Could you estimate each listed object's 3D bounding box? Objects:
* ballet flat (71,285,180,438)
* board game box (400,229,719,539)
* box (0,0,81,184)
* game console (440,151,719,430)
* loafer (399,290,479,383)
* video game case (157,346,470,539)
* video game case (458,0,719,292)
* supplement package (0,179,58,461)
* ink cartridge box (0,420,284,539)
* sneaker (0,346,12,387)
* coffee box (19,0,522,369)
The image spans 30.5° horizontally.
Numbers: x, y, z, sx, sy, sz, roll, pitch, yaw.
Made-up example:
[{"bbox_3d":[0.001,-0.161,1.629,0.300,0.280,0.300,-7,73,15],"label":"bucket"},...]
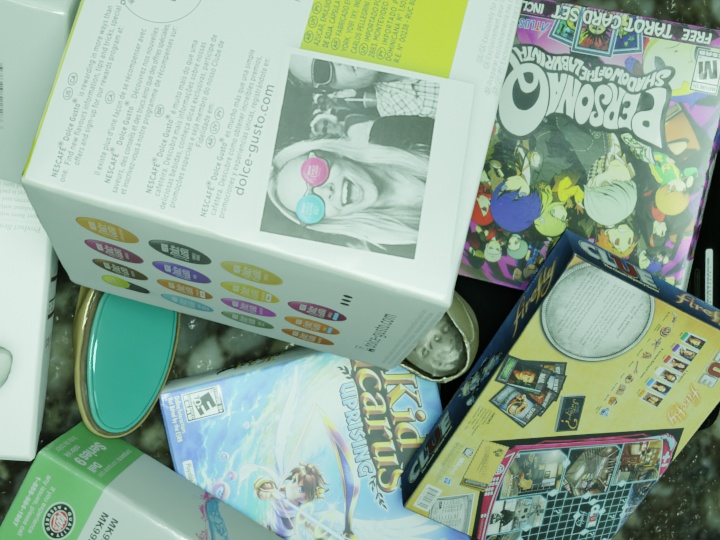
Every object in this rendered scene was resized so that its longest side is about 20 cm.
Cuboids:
[{"bbox_3d":[-0.146,0.002,0.830,0.068,0.063,0.203,13,86,-35],"label":"ballet flat"},{"bbox_3d":[0.130,0.090,0.814,0.134,0.035,0.201,26,114,-14],"label":"board game box"},{"bbox_3d":[-0.175,-0.164,0.707,0.096,0.125,0.202,15,48,-3],"label":"box"},{"bbox_3d":[0.155,0.010,0.909,0.174,0.116,0.203,-3,94,-41],"label":"game console"},{"bbox_3d":[0.000,0.000,0.799,0.199,0.067,0.076,34,93,-17],"label":"loafer"},{"bbox_3d":[-0.025,0.152,0.867,0.179,0.045,0.203,-14,95,-11],"label":"video game case"},{"bbox_3d":[0.124,-0.076,0.838,0.198,0.036,0.184,14,98,17],"label":"video game case"},{"bbox_3d":[-0.241,0.000,0.782,0.120,0.120,0.203,6,91,-11],"label":"supplement package"},{"bbox_3d":[-0.127,0.208,0.796,0.199,0.088,0.146,30,99,2],"label":"ink cartridge box"},{"bbox_3d":[-0.248,-0.013,0.689,0.080,0.075,0.202,-24,98,-22],"label":"sneaker"},{"bbox_3d":[-0.040,-0.083,0.673,0.195,0.200,0.203,16,76,-3],"label":"coffee box"}]
